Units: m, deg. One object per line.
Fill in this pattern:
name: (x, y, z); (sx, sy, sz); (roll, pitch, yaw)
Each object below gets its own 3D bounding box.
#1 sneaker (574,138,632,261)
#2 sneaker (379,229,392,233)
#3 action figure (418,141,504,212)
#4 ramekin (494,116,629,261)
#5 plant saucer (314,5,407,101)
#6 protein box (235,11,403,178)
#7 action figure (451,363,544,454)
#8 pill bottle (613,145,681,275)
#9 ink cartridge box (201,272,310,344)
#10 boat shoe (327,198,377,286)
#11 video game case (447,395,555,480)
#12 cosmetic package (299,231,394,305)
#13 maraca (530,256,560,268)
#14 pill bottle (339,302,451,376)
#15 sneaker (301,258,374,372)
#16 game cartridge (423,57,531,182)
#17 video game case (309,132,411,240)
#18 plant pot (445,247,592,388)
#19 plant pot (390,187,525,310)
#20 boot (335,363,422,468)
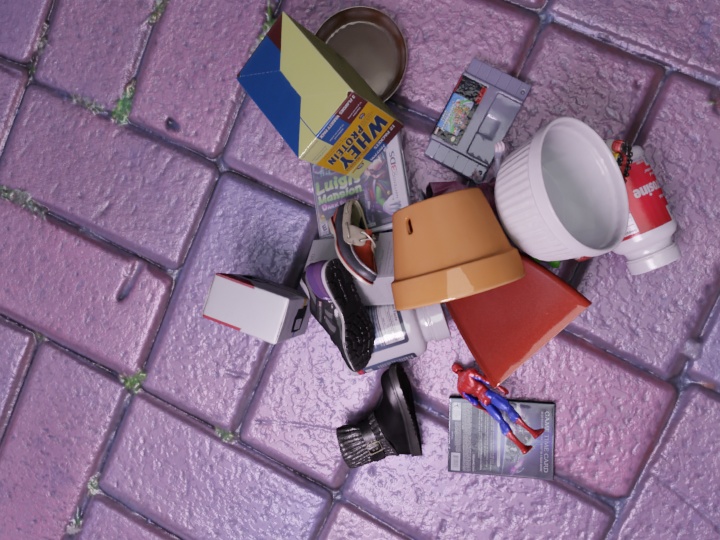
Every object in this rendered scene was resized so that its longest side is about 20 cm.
sneaker: (0.382, -0.115, 0.874); (0.082, 0.077, 0.204); (22, 110, 43)
sneaker: (0.074, -0.087, 1.003); (0.196, 0.077, 0.077); (-9, 91, 11)
action figure: (0.203, -0.114, 0.878); (0.197, 0.134, 0.152); (-13, 80, 9)
ramekin: (0.290, -0.110, 0.781); (0.197, 0.105, 0.204); (9, 73, -30)
plant saucer: (-0.005, -0.408, 1.033); (0.196, 0.032, 0.204); (0, 92, 10)
protein box: (-0.064, -0.289, 0.910); (0.135, 0.199, 0.199); (-45, 71, 20)
action figure: (0.240, 0.239, 0.966); (0.200, 0.051, 0.066); (42, 121, 31)
pill bottle: (0.470, -0.101, 0.917); (0.111, 0.112, 0.203); (-24, 87, 9)
ink cartridge box: (-0.181, 0.066, 0.987); (0.144, 0.200, 0.084); (18, 91, 8)
boat shoe: (-0.005, -0.052, 0.912); (0.062, 0.201, 0.071); (-42, 127, 16)
video game case: (0.266, 0.318, 1.008); (0.196, 0.019, 0.146); (1, 92, 9)
cosmetic package: (0.000, 0.000, 0.975); (0.197, 0.082, 0.114); (-5, 48, 19)
maraca: (0.325, -0.105, 0.944); (0.136, 0.107, 0.202); (-29, 87, 29)
pill bottle: (0.062, 0.111, 0.987); (0.197, 0.120, 0.121); (-19, 88, 9)
sneaker: (-0.041, 0.077, 0.919); (0.087, 0.075, 0.203); (-6, 105, 44)
game cartridge: (0.217, -0.282, 0.999); (0.128, 0.038, 0.202); (28, 95, 4)
video game case: (-0.003, -0.156, 1.000); (0.197, 0.023, 0.185); (-13, 81, 29)
plant pot: (0.255, 0.065, 0.926); (0.200, 0.200, 0.177); (-42, 73, 8)
plant pot: (0.129, -0.035, 0.784); (0.197, 0.200, 0.142); (-15, 90, 9)
boot: (0.025, 0.279, 0.990); (0.155, 0.080, 0.214); (-10, 112, 9)
